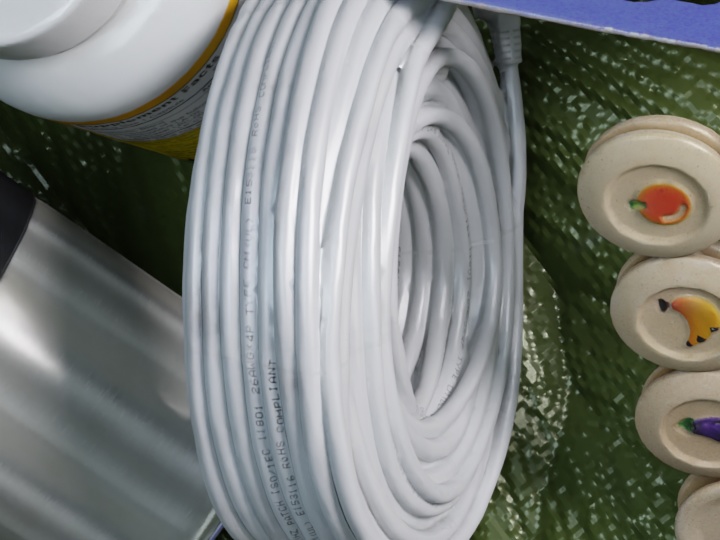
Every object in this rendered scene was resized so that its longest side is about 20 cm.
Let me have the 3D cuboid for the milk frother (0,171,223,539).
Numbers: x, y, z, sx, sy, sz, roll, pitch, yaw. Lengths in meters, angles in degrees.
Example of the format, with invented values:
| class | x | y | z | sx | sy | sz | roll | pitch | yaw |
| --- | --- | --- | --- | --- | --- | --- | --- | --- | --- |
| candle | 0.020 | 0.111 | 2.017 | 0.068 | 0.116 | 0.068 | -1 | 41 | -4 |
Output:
| class | x | y | z | sx | sy | sz | roll | pitch | yaw |
| --- | --- | --- | --- | --- | --- | --- | --- | --- | --- |
| milk frother | -0.125 | -0.001 | 0.991 | 0.188 | 0.180 | 0.201 | 35 | 66 | -15 |

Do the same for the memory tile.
| class | x | y | z | sx | sy | sz | roll | pitch | yaw |
| --- | --- | --- | --- | --- | --- | --- | --- | --- | --- |
| memory tile | 0.156 | 0.026 | 0.865 | 0.152 | 0.201 | 0.017 | -4 | 42 | 19 |

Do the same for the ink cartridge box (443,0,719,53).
| class | x | y | z | sx | sy | sz | roll | pitch | yaw |
| --- | --- | --- | --- | --- | --- | --- | --- | --- | --- |
| ink cartridge box | 0.115 | -0.141 | 0.884 | 0.195 | 0.200 | 0.043 | 12 | 128 | 20 |

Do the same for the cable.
| class | x | y | z | sx | sy | sz | roll | pitch | yaw |
| --- | --- | --- | --- | --- | --- | --- | --- | --- | --- |
| cable | 0.000 | 0.000 | 0.901 | 0.069 | 0.200 | 0.201 | 2 | 109 | 20 |

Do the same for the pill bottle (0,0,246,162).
| class | x | y | z | sx | sy | sz | roll | pitch | yaw |
| --- | --- | --- | --- | --- | --- | --- | --- | --- | --- |
| pill bottle | -0.079 | -0.101 | 0.938 | 0.112 | 0.200 | 0.114 | -2 | 85 | 20 |
